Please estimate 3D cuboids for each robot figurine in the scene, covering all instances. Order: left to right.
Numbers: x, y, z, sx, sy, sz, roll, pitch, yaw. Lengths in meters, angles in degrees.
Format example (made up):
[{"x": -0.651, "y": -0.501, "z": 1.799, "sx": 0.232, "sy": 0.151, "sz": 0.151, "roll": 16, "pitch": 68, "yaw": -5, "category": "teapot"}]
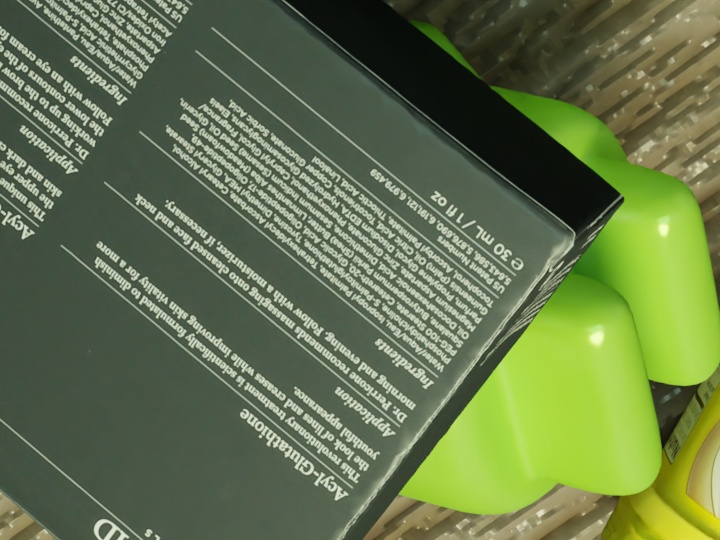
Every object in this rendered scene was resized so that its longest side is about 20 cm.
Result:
[{"x": 0.000, "y": 0.000, "z": 0.764, "sx": 0.199, "sy": 0.176, "sz": 0.116, "roll": 12, "pitch": 141, "yaw": 29, "category": "robot figurine"}]

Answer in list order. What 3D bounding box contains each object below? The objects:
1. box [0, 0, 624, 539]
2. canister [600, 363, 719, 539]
[{"x": -0.058, "y": -0.022, "z": 0.662, "sx": 0.200, "sy": 0.079, "sz": 0.141, "roll": 40, "pitch": 105, "yaw": 6, "category": "box"}, {"x": 0.183, "y": 0.031, "z": 0.810, "sx": 0.148, "sy": 0.087, "sz": 0.201, "roll": 27, "pitch": 100, "yaw": -7, "category": "canister"}]
